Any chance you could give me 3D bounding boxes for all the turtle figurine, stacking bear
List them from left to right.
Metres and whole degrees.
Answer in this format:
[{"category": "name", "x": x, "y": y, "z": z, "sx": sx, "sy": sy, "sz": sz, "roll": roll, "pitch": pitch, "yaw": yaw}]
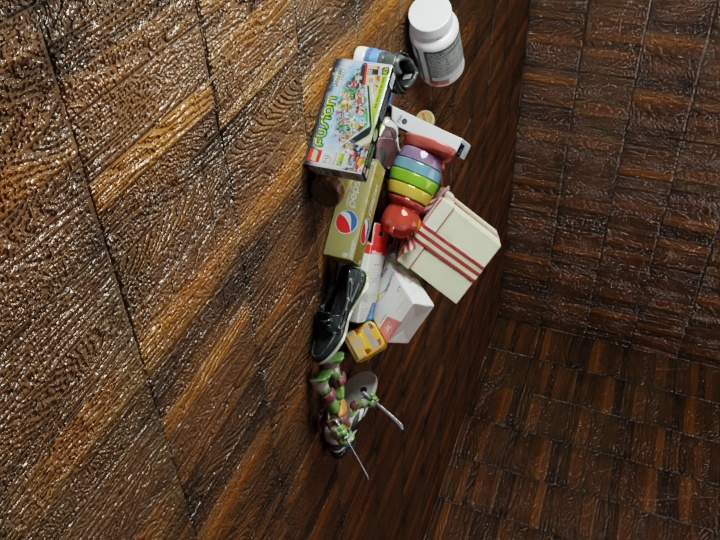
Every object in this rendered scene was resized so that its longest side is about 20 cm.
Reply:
[{"category": "turtle figurine", "x": -0.015, "y": 0.274, "z": 1.525, "sx": 0.142, "sy": 0.199, "sz": 0.198, "roll": -31, "pitch": 113, "yaw": -24}, {"category": "stacking bear", "x": 0.104, "y": -0.163, "z": 1.530, "sx": 0.121, "sy": 0.111, "sz": 0.204, "roll": -23, "pitch": 134, "yaw": -88}]

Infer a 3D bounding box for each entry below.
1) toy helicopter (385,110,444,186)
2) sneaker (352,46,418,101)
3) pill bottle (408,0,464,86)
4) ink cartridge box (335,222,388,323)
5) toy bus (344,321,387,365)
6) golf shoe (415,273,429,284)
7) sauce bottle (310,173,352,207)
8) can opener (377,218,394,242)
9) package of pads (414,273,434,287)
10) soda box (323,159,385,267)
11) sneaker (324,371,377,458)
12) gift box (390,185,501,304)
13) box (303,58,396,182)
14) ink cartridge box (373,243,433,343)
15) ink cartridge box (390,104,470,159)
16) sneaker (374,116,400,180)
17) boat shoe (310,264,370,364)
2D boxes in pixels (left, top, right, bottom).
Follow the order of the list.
[{"category": "toy helicopter", "x": 0.142, "y": -0.266, "z": 1.734, "sx": 0.079, "sy": 0.129, "sz": 0.205, "roll": 21, "pitch": 81, "yaw": -72}, {"category": "sneaker", "x": 0.060, "y": -0.360, "z": 1.452, "sx": 0.200, "sy": 0.109, "sz": 0.079, "roll": 49, "pitch": 55, "yaw": -69}, {"category": "pill bottle", "x": 0.170, "y": -0.516, "z": 1.695, "sx": 0.200, "sy": 0.111, "sz": 0.116, "roll": 57, "pitch": 47, "yaw": -66}, {"category": "ink cartridge box", "x": 0.000, "y": 0.000, "z": 1.563, "sx": 0.116, "sy": 0.066, "sz": 0.205, "roll": 2, "pitch": 99, "yaw": -73}, {"category": "toy bus", "x": 0.010, "y": 0.155, "z": 1.619, "sx": 0.066, "sy": 0.077, "sz": 0.200, "roll": 61, "pitch": 1, "yaw": 8}, {"category": "golf shoe", "x": 0.131, "y": -0.039, "z": 1.784, "sx": 0.076, "sy": 0.202, "sz": 0.089, "roll": -24, "pitch": 150, "yaw": -15}, {"category": "sauce bottle", "x": -0.026, "y": -0.196, "z": 1.360, "sx": 0.201, "sy": 0.065, "sz": 0.067, "roll": -59, "pitch": 155, "yaw": -42}, {"category": "can opener", "x": 0.104, "y": -0.137, "z": 1.770, "sx": 0.200, "sy": 0.052, "sz": 0.068, "roll": -46, "pitch": 131, "yaw": -43}, {"category": "package of pads", "x": 0.163, "y": -0.061, "z": 1.837, "sx": 0.067, "sy": 0.199, "sz": 0.158, "roll": -11, "pitch": 117, "yaw": -34}, {"category": "soda box", "x": -0.011, "y": -0.115, "z": 1.463, "sx": 0.068, "sy": 0.062, "sz": 0.205, "roll": 38, "pitch": 64, "yaw": -71}, {"category": "sneaker", "x": -0.023, "y": 0.332, "z": 1.715, "sx": 0.201, "sy": 0.072, "sz": 0.113, "roll": -54, "pitch": 154, "yaw": -37}, {"category": "gift box", "x": 0.183, "y": -0.067, "z": 1.609, "sx": 0.186, "sy": 0.185, "sz": 0.200, "roll": -54, "pitch": -178, "yaw": 11}, {"category": "box", "x": -0.017, "y": -0.256, "z": 1.280, "sx": 0.035, "sy": 0.107, "sz": 0.205, "roll": 50, "pitch": 53, "yaw": -67}, {"category": "ink cartridge box", "x": 0.064, "y": 0.044, "z": 1.633, "sx": 0.066, "sy": 0.202, "sz": 0.118, "roll": 7, "pitch": 128, "yaw": -38}, {"category": "ink cartridge box", "x": 0.134, "y": -0.298, "z": 1.607, "sx": 0.040, "sy": 0.197, "sz": 0.099, "roll": -63, "pitch": 163, "yaw": 10}, {"category": "sneaker", "x": 0.042, "y": -0.215, "z": 1.576, "sx": 0.117, "sy": 0.074, "sz": 0.202, "roll": -61, "pitch": 147, "yaw": -27}, {"category": "boat shoe", "x": -0.052, "y": 0.080, "z": 1.452, "sx": 0.066, "sy": 0.074, "sz": 0.202, "roll": 33, "pitch": 87, "yaw": -39}]
